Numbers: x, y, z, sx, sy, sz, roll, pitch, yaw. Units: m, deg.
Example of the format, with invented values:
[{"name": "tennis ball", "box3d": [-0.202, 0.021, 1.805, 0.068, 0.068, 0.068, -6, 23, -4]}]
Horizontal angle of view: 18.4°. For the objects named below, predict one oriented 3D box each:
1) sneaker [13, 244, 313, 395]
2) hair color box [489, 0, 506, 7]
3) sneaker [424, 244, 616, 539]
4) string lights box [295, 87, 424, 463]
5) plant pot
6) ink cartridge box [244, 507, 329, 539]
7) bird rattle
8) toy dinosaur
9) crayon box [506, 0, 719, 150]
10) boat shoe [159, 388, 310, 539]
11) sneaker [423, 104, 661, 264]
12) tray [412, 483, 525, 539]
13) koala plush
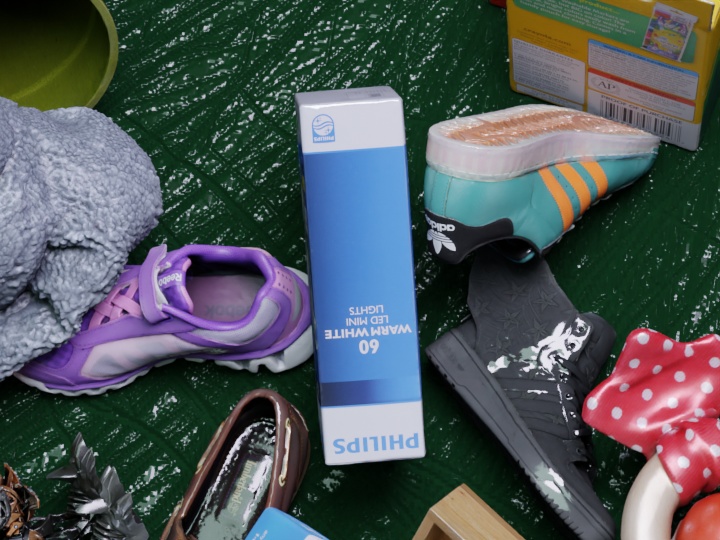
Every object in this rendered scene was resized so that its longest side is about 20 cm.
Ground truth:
[{"name": "sneaker", "box3d": [-0.124, 0.021, 1.335, 0.199, 0.089, 0.081, -7, 71, 4]}, {"name": "hair color box", "box3d": [0.165, -0.251, 1.419, 0.111, 0.064, 0.200, 20, 75, 13]}, {"name": "sneaker", "box3d": [0.114, 0.064, 1.308, 0.104, 0.060, 0.200, -36, 61, -6]}, {"name": "string lights box", "box3d": [0.000, 0.000, 1.271, 0.059, 0.103, 0.201, -4, 98, -2]}, {"name": "plant pot", "box3d": [-0.264, -0.199, 1.387, 0.200, 0.201, 0.193, -15, 57, 0]}, {"name": "ink cartridge box", "box3d": [-0.012, 0.235, 1.187, 0.147, 0.086, 0.200, -56, 36, -6]}, {"name": "bird rattle", "box3d": [0.209, 0.128, 1.224, 0.200, 0.113, 0.163, 25, 68, -2]}, {"name": "toy dinosaur", "box3d": [-0.195, 0.161, 1.266, 0.136, 0.200, 0.102, -30, 41, -14]}, {"name": "crayon box", "box3d": [0.152, -0.149, 1.309, 0.125, 0.200, 0.052, 20, 73, 12]}, {"name": "boat shoe", "box3d": [-0.086, 0.163, 1.291, 0.070, 0.070, 0.201, 15, 74, 10]}, {"name": "sneaker", "box3d": [0.103, -0.050, 1.315, 0.071, 0.200, 0.080, 24, 112, 38]}, {"name": "tray", "box3d": [0.104, 0.220, 1.235, 0.200, 0.099, 0.037, 41, 45, 17]}, {"name": "koala plush", "box3d": [-0.234, -0.059, 1.279, 0.183, 0.200, 0.178, -26, 47, 14]}]
